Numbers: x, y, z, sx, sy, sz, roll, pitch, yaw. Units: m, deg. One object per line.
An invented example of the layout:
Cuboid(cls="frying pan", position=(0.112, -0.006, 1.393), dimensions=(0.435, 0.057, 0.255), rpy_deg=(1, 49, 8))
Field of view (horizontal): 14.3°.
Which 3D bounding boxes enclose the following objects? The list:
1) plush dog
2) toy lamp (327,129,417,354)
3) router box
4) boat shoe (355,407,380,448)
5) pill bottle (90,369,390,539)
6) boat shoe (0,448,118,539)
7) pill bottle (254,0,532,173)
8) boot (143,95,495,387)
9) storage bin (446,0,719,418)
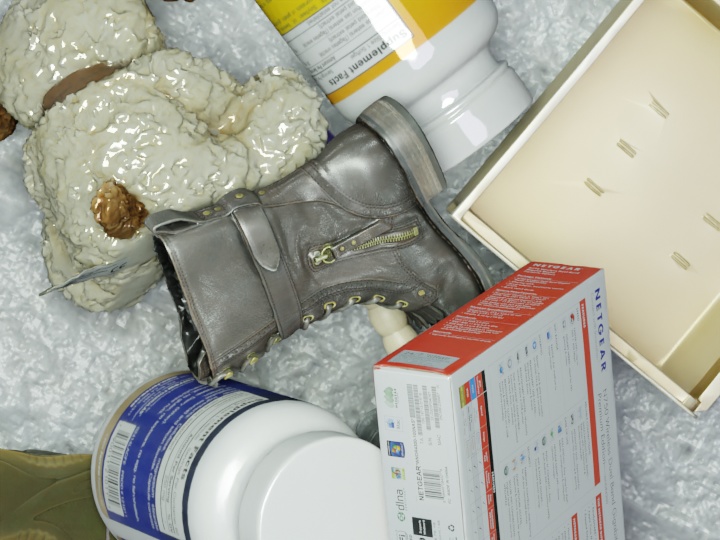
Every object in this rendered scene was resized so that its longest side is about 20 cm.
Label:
Cuboid(cls="plush dog", position=(-0.146, -0.090, 1.618), dimensions=(0.200, 0.160, 0.172), rpy_deg=(-35, 74, 19))
Cuboid(cls="toy lamp", position=(0.000, 0.000, 1.692), dimensions=(0.058, 0.058, 0.200), rpy_deg=(-27, 97, -2))
Cuboid(cls="router box", position=(0.080, 0.118, 1.569), dimensions=(0.049, 0.179, 0.200), rpy_deg=(5, 110, 31))
Cuboid(cls="boat shoe", position=(0.055, 0.125, 1.663), dimensions=(0.068, 0.199, 0.074), rpy_deg=(42, 99, 31))
Cuboid(cls="pill bottle", position=(-0.061, 0.124, 1.595), dimensions=(0.116, 0.200, 0.116), rpy_deg=(-4, 98, -29))
Cuboid(cls="boat shoe", position=(-0.183, 0.137, 1.686), dimensions=(0.201, 0.066, 0.072), rpy_deg=(13, 88, -25))
Cuboid(cls="pill bottle", position=(0.009, -0.154, 1.650), dimensions=(0.111, 0.111, 0.200), rpy_deg=(-37, 97, 0))
Cuboid(cls="boot", position=(-0.023, 0.012, 1.609), dimensions=(0.174, 0.069, 0.200), rpy_deg=(-34, 120, -15))
Cuboid(cls="storage bin", position=(0.187, -0.048, 1.683), dimensions=(0.198, 0.094, 0.200), rpy_deg=(40, 91, -6))
